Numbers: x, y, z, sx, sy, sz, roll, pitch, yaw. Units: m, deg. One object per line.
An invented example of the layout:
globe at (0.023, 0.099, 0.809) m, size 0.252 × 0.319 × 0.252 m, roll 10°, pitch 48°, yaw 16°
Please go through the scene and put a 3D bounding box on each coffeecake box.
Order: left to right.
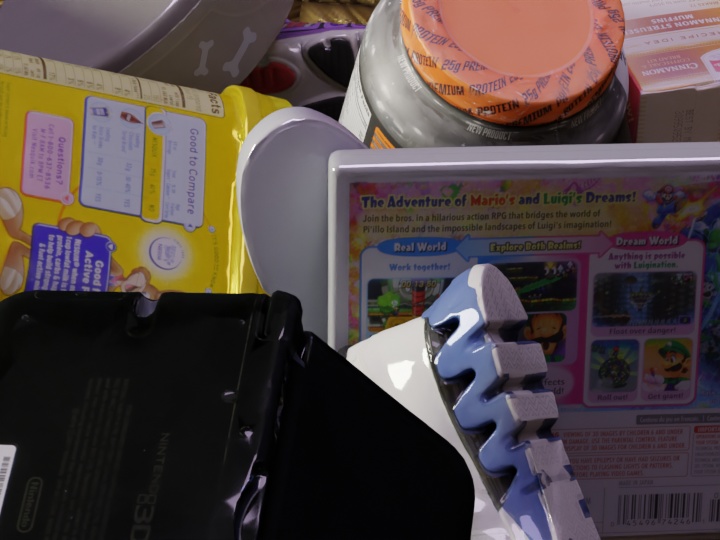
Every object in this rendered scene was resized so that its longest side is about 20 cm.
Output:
coffeecake box at (0.129, -0.084, 1.300) m, size 0.073 × 0.154 × 0.200 m, roll -10°, pitch 40°, yaw -13°

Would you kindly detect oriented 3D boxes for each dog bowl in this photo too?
dog bowl at (-0.116, -0.134, 1.334) m, size 0.200 × 0.059 × 0.200 m, roll -24°, pitch 40°, yaw 21°

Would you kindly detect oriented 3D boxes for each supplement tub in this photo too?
supplement tub at (0.051, -0.062, 1.215) m, size 0.122 × 0.200 × 0.123 m, roll 5°, pitch 60°, yaw -9°

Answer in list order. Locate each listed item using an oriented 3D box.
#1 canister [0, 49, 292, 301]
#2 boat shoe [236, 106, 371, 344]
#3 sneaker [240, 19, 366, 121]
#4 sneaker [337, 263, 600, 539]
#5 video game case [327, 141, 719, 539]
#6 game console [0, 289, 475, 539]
canister at (-0.136, -0.025, 1.193) m, size 0.199 × 0.087 × 0.149 m, roll 11°, pitch 62°, yaw -20°
boat shoe at (0.000, 0.000, 1.165) m, size 0.072 × 0.200 × 0.068 m, roll -32°, pitch 35°, yaw 4°
sneaker at (-0.027, -0.109, 1.389) m, size 0.199 × 0.081 × 0.084 m, roll 6°, pitch 33°, yaw 6°
sneaker at (0.032, 0.108, 1.084) m, size 0.115 × 0.081 × 0.200 m, roll -19°, pitch 78°, yaw 21°
video game case at (0.085, 0.034, 1.129) m, size 0.199 × 0.183 × 0.024 m, roll -1°, pitch 24°, yaw -4°
game console at (-0.058, 0.118, 0.955) m, size 0.175 × 0.117 × 0.200 m, roll 1°, pitch 51°, yaw 10°
